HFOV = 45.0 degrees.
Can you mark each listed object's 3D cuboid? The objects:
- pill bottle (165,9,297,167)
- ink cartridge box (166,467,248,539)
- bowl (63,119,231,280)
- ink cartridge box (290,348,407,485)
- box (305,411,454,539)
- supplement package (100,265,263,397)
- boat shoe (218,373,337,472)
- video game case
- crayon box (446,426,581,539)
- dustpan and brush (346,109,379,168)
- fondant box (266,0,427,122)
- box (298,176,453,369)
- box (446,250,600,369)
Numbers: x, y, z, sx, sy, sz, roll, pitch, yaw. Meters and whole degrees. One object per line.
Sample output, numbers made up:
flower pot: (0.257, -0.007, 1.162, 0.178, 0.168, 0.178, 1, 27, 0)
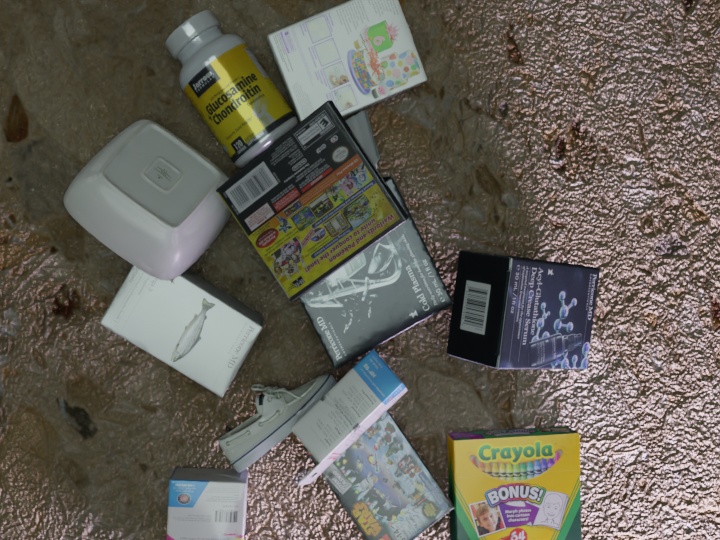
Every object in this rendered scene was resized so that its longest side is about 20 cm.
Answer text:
pill bottle: (-0.185, -0.256, 1.224, 0.111, 0.112, 0.202, -36, 96, -2)
ink cartridge box: (-0.228, 0.402, 1.285, 0.112, 0.068, 0.205, 4, 93, -5)
bowl: (-0.277, -0.110, 1.188, 0.199, 0.075, 0.201, 37, 50, -4)
ink cartridge box: (-0.028, 0.210, 1.234, 0.200, 0.116, 0.067, -43, 77, -4)
box: (0.028, 0.309, 1.298, 0.136, 0.040, 0.202, -37, 84, -1)
supplement package: (-0.248, 0.071, 1.237, 0.198, 0.117, 0.118, 32, 89, -7)
boat shoe: (-0.130, 0.202, 1.285, 0.201, 0.075, 0.087, -39, 92, 8)
video game case: (-0.065, -0.088, 1.143, 0.198, 0.026, 0.182, -34, 94, 18)
crayon box: (0.234, 0.334, 1.328, 0.195, 0.058, 0.177, -3, 94, -5)
dustpan and brush: (-0.054, -0.130, 1.256, 0.197, 0.141, 0.057, -29, 131, 14)
fondant box: (-0.020, -0.305, 1.263, 0.196, 0.058, 0.147, -23, 96, -3)
box: (0.000, 0.000, 1.254, 0.194, 0.124, 0.203, -28, 96, -1)
box: (0.234, 0.058, 1.244, 0.197, 0.106, 0.152, 4, 94, -39)
